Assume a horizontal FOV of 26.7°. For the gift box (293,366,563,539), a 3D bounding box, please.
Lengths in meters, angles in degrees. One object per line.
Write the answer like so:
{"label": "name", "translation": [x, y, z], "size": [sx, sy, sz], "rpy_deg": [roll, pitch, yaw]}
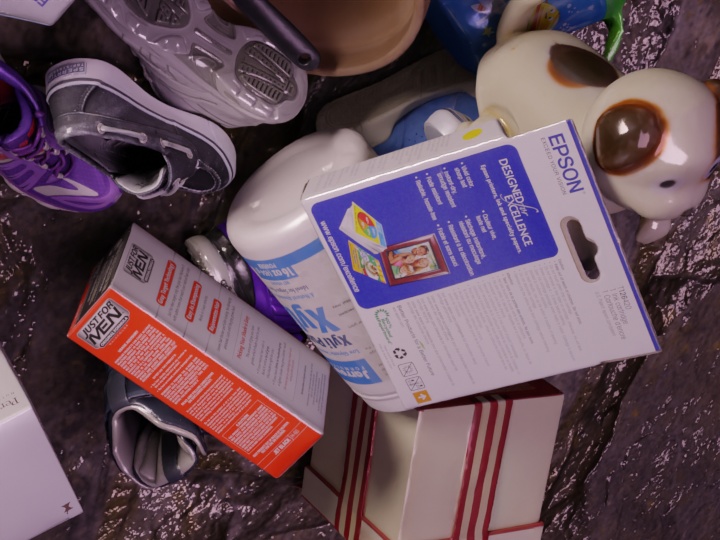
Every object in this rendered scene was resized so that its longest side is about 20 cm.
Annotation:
{"label": "gift box", "translation": [0.046, 0.168, 1.363], "size": [0.200, 0.185, 0.187], "rpy_deg": [-2, 111, -27]}

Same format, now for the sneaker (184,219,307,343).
{"label": "sneaker", "translation": [-0.063, 0.028, 1.271], "size": [0.099, 0.070, 0.200], "rpy_deg": [-34, 131, -12]}

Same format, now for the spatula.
{"label": "spatula", "translation": [-0.099, -0.206, 1.054], "size": [0.056, 0.021, 0.200], "rpy_deg": [-36, 122, 26]}

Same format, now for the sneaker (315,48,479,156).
{"label": "sneaker", "translation": [0.063, -0.110, 1.257], "size": [0.200, 0.077, 0.111], "rpy_deg": [-25, 129, -17]}

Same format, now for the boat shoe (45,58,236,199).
{"label": "boat shoe", "translation": [-0.153, -0.083, 1.092], "size": [0.072, 0.068, 0.200], "rpy_deg": [-16, 157, 20]}

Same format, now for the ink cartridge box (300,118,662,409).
{"label": "ink cartridge box", "translation": [0.087, -0.005, 1.069], "size": [0.200, 0.047, 0.198], "rpy_deg": [-16, 119, 18]}

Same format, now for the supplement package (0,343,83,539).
{"label": "supplement package", "translation": [-0.295, 0.105, 1.087], "size": [0.114, 0.200, 0.110], "rpy_deg": [-28, 130, -15]}

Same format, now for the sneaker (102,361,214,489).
{"label": "sneaker", "translation": [-0.136, 0.128, 1.231], "size": [0.077, 0.146, 0.202], "rpy_deg": [-37, 132, 17]}

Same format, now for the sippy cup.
{"label": "sippy cup", "translation": [0.116, -0.224, 1.179], "size": [0.130, 0.178, 0.140], "rpy_deg": [-36, 153, -3]}

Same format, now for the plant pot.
{"label": "plant pot", "translation": [-0.036, -0.239, 1.073], "size": [0.201, 0.201, 0.093], "rpy_deg": [59, 44, -41]}

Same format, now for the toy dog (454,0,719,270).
{"label": "toy dog", "translation": [0.175, -0.099, 1.076], "size": [0.139, 0.200, 0.194], "rpy_deg": [-7, 106, -32]}

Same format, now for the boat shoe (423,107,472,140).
{"label": "boat shoe", "translation": [0.127, -0.076, 1.217], "size": [0.086, 0.075, 0.202], "rpy_deg": [-42, 130, -3]}

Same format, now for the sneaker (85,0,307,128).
{"label": "sneaker", "translation": [-0.140, -0.162, 1.098], "size": [0.200, 0.099, 0.078], "rpy_deg": [39, 57, -20]}

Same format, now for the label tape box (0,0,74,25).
{"label": "label tape box", "translation": [-0.216, -0.222, 0.966], "size": [0.200, 0.143, 0.066], "rpy_deg": [-49, 131, 4]}

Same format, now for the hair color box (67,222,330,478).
{"label": "hair color box", "translation": [-0.119, 0.062, 1.169], "size": [0.200, 0.102, 0.061], "rpy_deg": [37, 115, -17]}

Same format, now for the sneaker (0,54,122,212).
{"label": "sneaker", "translation": [-0.240, -0.095, 1.073], "size": [0.081, 0.083, 0.200], "rpy_deg": [-47, 133, 3]}

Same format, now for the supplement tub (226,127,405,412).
{"label": "supplement tub", "translation": [0.000, 0.000, 1.187], "size": [0.132, 0.132, 0.200], "rpy_deg": [-40, 118, -4]}
